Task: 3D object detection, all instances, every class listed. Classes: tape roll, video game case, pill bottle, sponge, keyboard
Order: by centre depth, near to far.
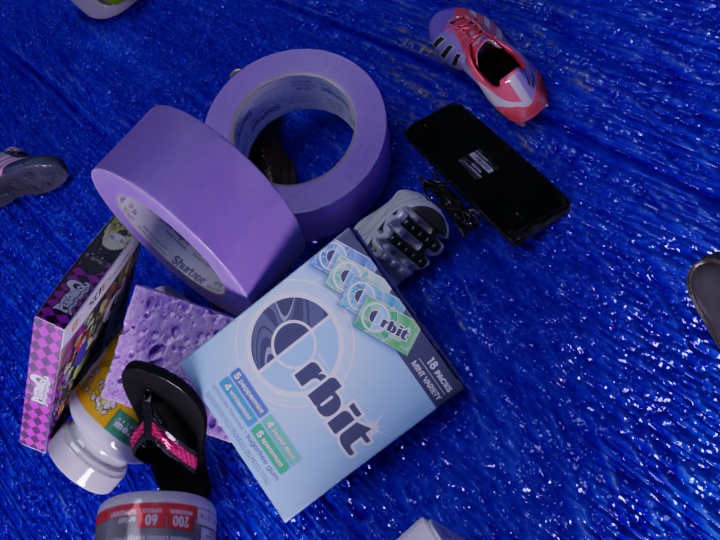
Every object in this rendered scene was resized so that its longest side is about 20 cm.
[{"bbox_3d":[-0.186,0.311,0.714,0.112,0.114,0.203,-19,56,23],"label":"pill bottle"},{"bbox_3d":[-0.154,-0.053,0.772,0.198,0.201,0.085,24,64,39],"label":"tape roll"},{"bbox_3d":[-0.138,0.099,0.773,0.196,0.030,0.114,18,86,3],"label":"sponge"},{"bbox_3d":[0.110,-0.088,0.801,0.103,0.040,0.201,-27,48,-11],"label":"keyboard"},{"bbox_3d":[-0.232,0.127,0.846,0.201,0.113,0.112,-50,49,-1],"label":"pill bottle"},{"bbox_3d":[-0.294,0.063,0.854,0.183,0.035,0.202,-70,5,-51],"label":"video game case"},{"bbox_3d":[-0.066,-0.136,0.866,0.196,0.066,0.204,-3,66,7],"label":"tape roll"}]

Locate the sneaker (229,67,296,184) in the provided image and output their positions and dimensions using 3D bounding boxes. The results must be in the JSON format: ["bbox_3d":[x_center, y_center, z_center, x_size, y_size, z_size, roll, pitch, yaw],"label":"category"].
[{"bbox_3d":[-0.129,-0.153,0.956,0.070,0.075,0.203,-26,53,18],"label":"sneaker"}]

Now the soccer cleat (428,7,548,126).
[{"bbox_3d":[0.124,-0.227,0.830,0.066,0.076,0.201,-38,51,9],"label":"soccer cleat"}]

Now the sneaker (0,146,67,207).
[{"bbox_3d":[-0.516,-0.158,1.217,0.196,0.070,0.084,-9,63,27],"label":"sneaker"}]

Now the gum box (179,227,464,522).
[{"bbox_3d":[-0.035,0.092,0.721,0.199,0.045,0.171,-38,84,8],"label":"gum box"}]

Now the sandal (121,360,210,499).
[{"bbox_3d":[-0.177,0.164,0.743,0.074,0.203,0.045,10,40,15],"label":"sandal"}]

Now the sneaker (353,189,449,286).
[{"bbox_3d":[0.000,0.000,0.800,0.199,0.075,0.081,-42,30,9],"label":"sneaker"}]

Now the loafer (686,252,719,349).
[{"bbox_3d":[0.290,0.059,0.552,0.201,0.071,0.074,57,136,41],"label":"loafer"}]

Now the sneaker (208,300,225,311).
[{"bbox_3d":[-0.141,-0.042,0.921,0.081,0.072,0.203,-17,59,4],"label":"sneaker"}]

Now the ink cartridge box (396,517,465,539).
[{"bbox_3d":[0.029,0.309,0.592,0.200,0.084,0.145,-44,50,6],"label":"ink cartridge box"}]

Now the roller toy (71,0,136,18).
[{"bbox_3d":[-0.430,-0.525,1.317,0.197,0.140,0.186,5,67,35],"label":"roller toy"}]
